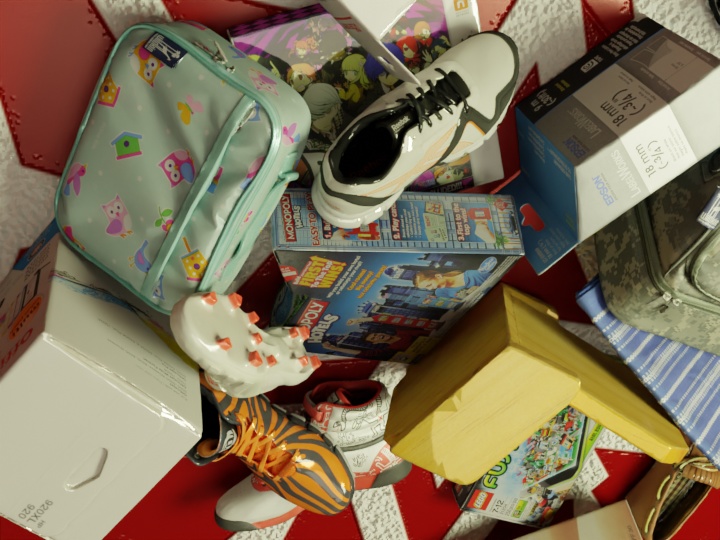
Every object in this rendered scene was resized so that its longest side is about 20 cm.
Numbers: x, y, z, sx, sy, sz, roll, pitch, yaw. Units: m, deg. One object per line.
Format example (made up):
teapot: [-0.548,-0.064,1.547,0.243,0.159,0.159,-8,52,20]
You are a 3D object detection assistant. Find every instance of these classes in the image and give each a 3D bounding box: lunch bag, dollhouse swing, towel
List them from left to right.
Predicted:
lunch bag: [-0.133,-0.077,0.749,0.160,0.077,0.201,37,113,15]
dollhouse swing: [0.146,0.127,0.862,0.182,0.200,0.176,-43,96,13]
towel: [0.282,0.072,0.882,0.201,0.144,0.024,51,129,9]
lunch bag: [0.318,-0.025,0.845,0.198,0.141,0.168,19,142,-26]

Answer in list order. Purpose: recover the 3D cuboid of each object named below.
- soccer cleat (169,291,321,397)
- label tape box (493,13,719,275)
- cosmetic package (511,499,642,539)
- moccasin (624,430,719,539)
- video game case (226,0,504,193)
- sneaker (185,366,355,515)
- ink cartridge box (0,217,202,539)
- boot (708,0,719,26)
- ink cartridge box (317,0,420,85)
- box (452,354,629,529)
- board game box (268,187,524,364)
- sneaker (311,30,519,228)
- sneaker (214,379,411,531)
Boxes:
soccer cleat: [-0.099,0.067,0.773,0.077,0.070,0.200,-26,160,14]
label tape box: [0.189,-0.107,0.808,0.199,0.145,0.063,-36,119,8]
cosmetic package: [0.203,0.323,1.038,0.198,0.104,0.087,-23,155,7]
moccasin: [0.355,0.206,1.049,0.073,0.078,0.202,29,108,-24]
video game case: [0.010,-0.134,0.817,0.197,0.036,0.183,-16,119,-4]
sneaker: [-0.095,0.154,0.861,0.199,0.112,0.078,38,102,2]
ink cartridge box: [-0.226,0.083,0.786,0.144,0.201,0.147,37,105,-27]
boot: [0.371,-0.177,0.770,0.200,0.168,0.076,44,99,-4]
ink cartridge box: [-0.015,-0.226,0.693,0.068,0.116,0.200,-45,106,5]
box: [0.184,0.168,1.016,0.109,0.035,0.202,16,113,-19]
board game box: [0.000,0.000,0.838,0.197,0.062,0.200,10,144,-23]
sneaker: [0.048,-0.110,0.745,0.200,0.080,0.074,-43,81,-10]
sneaker: [-0.056,0.169,0.949,0.199,0.067,0.109,-17,115,-3]
